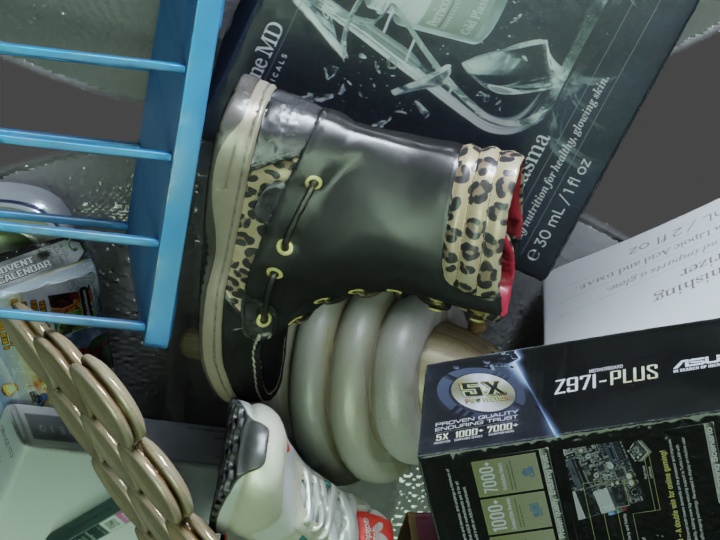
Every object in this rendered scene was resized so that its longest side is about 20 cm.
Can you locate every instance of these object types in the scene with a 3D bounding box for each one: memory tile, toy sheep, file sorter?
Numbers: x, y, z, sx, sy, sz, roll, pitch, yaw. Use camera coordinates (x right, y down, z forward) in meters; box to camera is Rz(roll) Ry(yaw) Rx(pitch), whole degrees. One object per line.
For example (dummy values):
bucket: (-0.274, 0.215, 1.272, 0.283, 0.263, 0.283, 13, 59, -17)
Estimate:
memory tile: (-0.112, 0.109, 1.349, 0.017, 0.153, 0.201, -36, 117, -15)
toy sheep: (-0.009, 0.056, 1.428, 0.199, 0.138, 0.139, 3, 122, 22)
file sorter: (-0.146, -0.086, 1.319, 0.122, 0.139, 0.201, 6, 114, -13)

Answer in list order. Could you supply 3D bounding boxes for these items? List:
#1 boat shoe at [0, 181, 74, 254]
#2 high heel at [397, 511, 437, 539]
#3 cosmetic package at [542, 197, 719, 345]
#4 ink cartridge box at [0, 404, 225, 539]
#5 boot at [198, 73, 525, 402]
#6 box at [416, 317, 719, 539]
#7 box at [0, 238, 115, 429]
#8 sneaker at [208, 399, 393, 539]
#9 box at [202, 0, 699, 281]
boat shoe: (-0.252, 0.009, 1.452, 0.199, 0.062, 0.072, -18, 118, 13)
high heel: (0.086, 0.115, 1.378, 0.095, 0.068, 0.200, 1, 155, -15)
cosmetic package: (0.203, 0.082, 1.384, 0.164, 0.200, 0.165, -25, 116, 17)
ink cartridge box: (-0.136, 0.163, 1.501, 0.199, 0.044, 0.174, 8, 121, -30)
boot: (0.000, 0.000, 1.293, 0.150, 0.073, 0.201, 11, 130, 7)
box: (0.127, 0.137, 1.254, 0.163, 0.086, 0.201, -10, 117, 10)
box: (-0.202, 0.081, 1.462, 0.136, 0.040, 0.201, -15, 131, -11)
sneaker: (-0.027, 0.124, 1.368, 0.093, 0.071, 0.200, 7, 155, 2)
box: (0.048, -0.135, 1.314, 0.196, 0.124, 0.201, 23, 119, -7)
